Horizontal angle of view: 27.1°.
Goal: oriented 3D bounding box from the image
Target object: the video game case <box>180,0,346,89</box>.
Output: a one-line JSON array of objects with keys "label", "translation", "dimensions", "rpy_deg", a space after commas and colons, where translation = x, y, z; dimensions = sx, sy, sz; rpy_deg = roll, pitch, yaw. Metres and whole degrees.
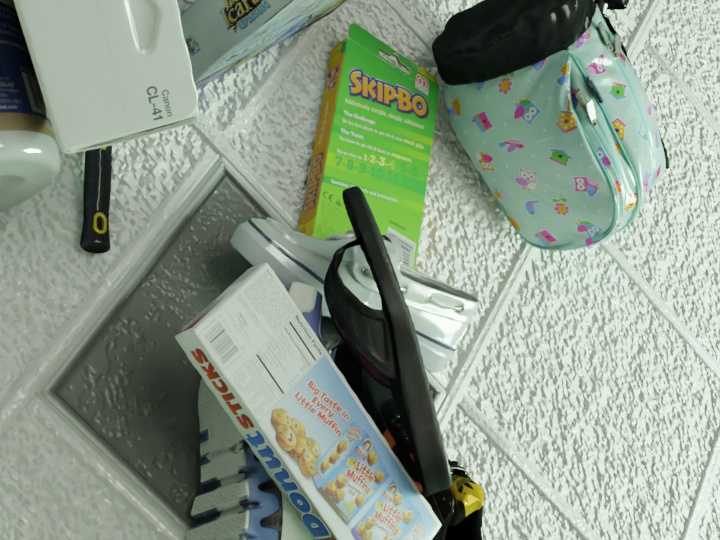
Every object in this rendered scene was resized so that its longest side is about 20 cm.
[{"label": "video game case", "translation": [-0.035, -0.205, 1.024], "dimensions": [0.046, 0.181, 0.200], "rpy_deg": [55, 45, -4]}]

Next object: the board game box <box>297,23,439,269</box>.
[{"label": "board game box", "translation": [0.009, -0.084, 1.114], "dimensions": [0.095, 0.030, 0.202], "rpy_deg": [30, 55, -29]}]

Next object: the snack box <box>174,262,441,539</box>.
[{"label": "snack box", "translation": [-0.028, 0.098, 0.888], "dimensions": [0.072, 0.024, 0.201], "rpy_deg": [-44, 107, -40]}]

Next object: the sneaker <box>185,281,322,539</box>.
[{"label": "sneaker", "translation": [-0.040, 0.120, 0.941], "dimensions": [0.115, 0.080, 0.201], "rpy_deg": [25, 61, -35]}]

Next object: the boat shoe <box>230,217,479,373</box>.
[{"label": "boat shoe", "translation": [0.000, 0.000, 1.022], "dimensions": [0.199, 0.067, 0.074], "rpy_deg": [30, 9, -40]}]

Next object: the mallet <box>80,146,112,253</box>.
[{"label": "mallet", "translation": [-0.160, -0.107, 0.971], "dimensions": [0.065, 0.041, 0.202], "rpy_deg": [5, 70, -36]}]

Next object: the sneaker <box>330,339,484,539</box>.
[{"label": "sneaker", "translation": [0.043, 0.132, 0.977], "dimensions": [0.070, 0.090, 0.202], "rpy_deg": [-16, 91, -45]}]

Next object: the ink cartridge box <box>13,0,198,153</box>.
[{"label": "ink cartridge box", "translation": [-0.160, -0.184, 0.841], "dimensions": [0.085, 0.149, 0.201], "rpy_deg": [-15, 39, -7]}]

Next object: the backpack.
[{"label": "backpack", "translation": [0.154, -0.119, 1.185], "dimensions": [0.127, 0.166, 0.201], "rpy_deg": [-46, 115, -34]}]

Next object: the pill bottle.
[{"label": "pill bottle", "translation": [-0.249, -0.135, 0.848], "dimensions": [0.110, 0.111, 0.202], "rpy_deg": [-9, 75, -43]}]

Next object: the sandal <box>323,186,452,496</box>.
[{"label": "sandal", "translation": [0.009, 0.042, 0.929], "dimensions": [0.047, 0.075, 0.202], "rpy_deg": [-15, 75, -3]}]
